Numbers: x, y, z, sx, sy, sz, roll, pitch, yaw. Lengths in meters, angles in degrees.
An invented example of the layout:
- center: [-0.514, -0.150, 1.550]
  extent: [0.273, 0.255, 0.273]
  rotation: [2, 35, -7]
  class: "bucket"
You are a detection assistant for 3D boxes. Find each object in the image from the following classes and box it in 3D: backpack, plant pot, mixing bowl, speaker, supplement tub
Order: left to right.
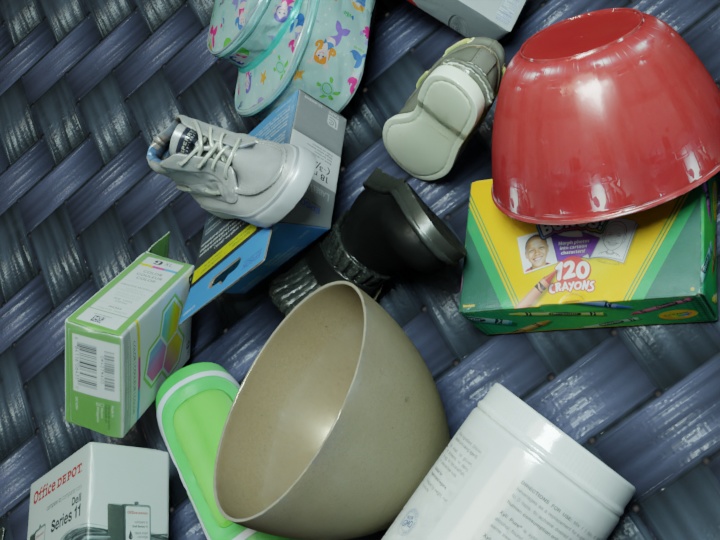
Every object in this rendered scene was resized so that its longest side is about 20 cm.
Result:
- center: [-0.114, 0.177, 0.944]
  extent: [0.088, 0.088, 0.201]
  rotation: [-41, 52, 9]
  class: "speaker"
- center: [-0.064, -0.244, 1.066]
  extent: [0.177, 0.149, 0.203]
  rotation: [-19, 63, 55]
  class: "backpack"
- center: [-0.007, 0.129, 0.850]
  extent: [0.200, 0.134, 0.202]
  rotation: [-44, 28, 30]
  class: "plant pot"
- center: [0.090, 0.200, 0.772]
  extent: [0.132, 0.132, 0.201]
  rotation: [37, 90, 38]
  class: "supplement tub"
- center: [0.181, -0.131, 0.823]
  extent: [0.197, 0.110, 0.201]
  rotation: [-18, 26, 9]
  class: "mixing bowl"

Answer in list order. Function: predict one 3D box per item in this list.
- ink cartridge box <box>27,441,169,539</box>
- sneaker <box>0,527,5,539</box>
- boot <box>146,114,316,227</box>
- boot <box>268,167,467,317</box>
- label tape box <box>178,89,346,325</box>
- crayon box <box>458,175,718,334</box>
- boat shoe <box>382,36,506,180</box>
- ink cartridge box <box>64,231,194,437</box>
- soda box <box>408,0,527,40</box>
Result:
- center: [-0.237, 0.271, 0.952]
  extent: [0.146, 0.082, 0.203]
  rotation: [-35, 50, 43]
  class: "ink cartridge box"
- center: [-0.471, 0.303, 1.133]
  extent: [0.197, 0.060, 0.106]
  rotation: [6, 72, 29]
  class: "sneaker"
- center: [-0.120, -0.089, 0.913]
  extent: [0.199, 0.095, 0.074]
  rotation: [-2, 62, 59]
  class: "boot"
- center: [0.002, 0.002, 0.920]
  extent: [0.158, 0.079, 0.211]
  rotation: [-47, 14, 1]
  class: "boot"
- center: [-0.088, -0.047, 0.994]
  extent: [0.144, 0.063, 0.202]
  rotation: [-34, 38, 42]
  class: "label tape box"
- center: [0.183, -0.019, 0.861]
  extent: [0.197, 0.058, 0.121]
  rotation: [-6, 65, 31]
  class: "crayon box"
- center: [0.073, -0.137, 0.934]
  extent: [0.072, 0.202, 0.060]
  rotation: [40, 71, -1]
  class: "boat shoe"
- center: [-0.201, 0.053, 1.001]
  extent: [0.058, 0.200, 0.105]
  rotation: [13, 118, 12]
  class: "ink cartridge box"
- center: [0.058, -0.287, 0.984]
  extent: [0.064, 0.198, 0.068]
  rotation: [-63, 12, -8]
  class: "soda box"
